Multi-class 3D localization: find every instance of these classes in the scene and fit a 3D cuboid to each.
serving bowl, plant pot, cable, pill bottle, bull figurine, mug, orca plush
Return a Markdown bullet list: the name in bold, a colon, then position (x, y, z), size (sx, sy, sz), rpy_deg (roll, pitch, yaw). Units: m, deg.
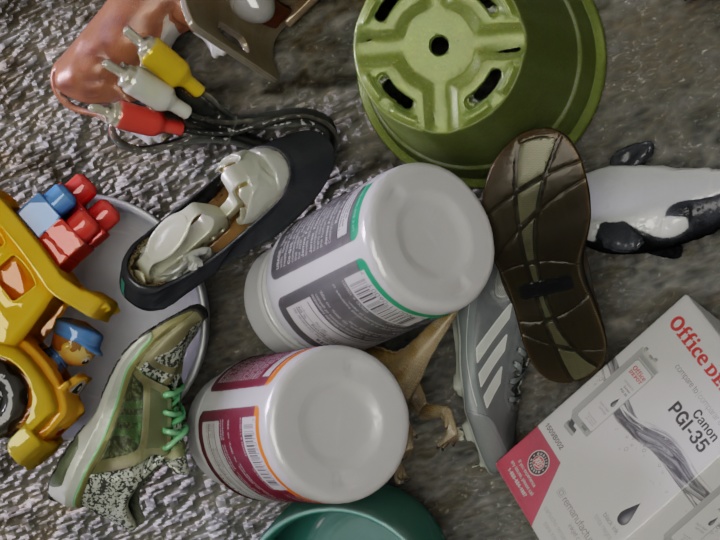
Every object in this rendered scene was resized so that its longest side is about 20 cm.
- **serving bowl**: position (-0.212, 0.037, 1.478), size (0.200, 0.066, 0.201), rpy_deg (1, 93, 12)
- **plant pot**: position (0.075, -0.159, 1.340), size (0.199, 0.190, 0.201), rpy_deg (1, 93, 12)
- **cable**: position (-0.116, -0.111, 1.418), size (0.200, 0.050, 0.097), rpy_deg (24, 106, -16)
- **pill bottle**: position (0.000, 0.000, 1.358), size (0.200, 0.113, 0.113), rpy_deg (-25, 87, 54)
- **bull figurine**: position (-0.161, -0.197, 1.453), size (0.121, 0.065, 0.200), rpy_deg (41, 105, 1)
- **mug**: position (-0.020, 0.238, 1.416), size (0.185, 0.114, 0.152), rpy_deg (1, 101, 14)
- **pill bottle**: position (-0.054, 0.118, 1.370), size (0.114, 0.200, 0.115), rpy_deg (3, 84, -24)
- **orca plush**: position (0.237, -0.046, 1.387), size (0.200, 0.071, 0.105), rpy_deg (-20, 44, 9)

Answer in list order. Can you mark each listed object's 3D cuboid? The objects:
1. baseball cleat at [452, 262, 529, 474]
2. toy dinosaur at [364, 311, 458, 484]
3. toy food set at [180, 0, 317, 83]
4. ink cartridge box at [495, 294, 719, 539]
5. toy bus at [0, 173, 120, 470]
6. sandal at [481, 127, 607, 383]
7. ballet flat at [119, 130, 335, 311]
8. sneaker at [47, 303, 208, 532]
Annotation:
- **baseball cleat**: position (0.117, 0.054, 1.403), size (0.106, 0.070, 0.201), rpy_deg (-10, 91, 13)
- **toy dinosaur**: position (0.028, 0.096, 1.389), size (0.200, 0.058, 0.101), rpy_deg (-48, 57, 34)
- **toy food set**: position (-0.030, -0.236, 1.377), size (0.200, 0.143, 0.060), rpy_deg (-42, 64, 11)
- **ink cartridge box**: position (0.218, 0.137, 1.341), size (0.200, 0.147, 0.083), rpy_deg (-44, 128, 11)
- **toy bus**: position (-0.254, 0.025, 1.399), size (0.192, 0.136, 0.200), rpy_deg (-39, 86, -4)
- **sandal**: position (0.142, -0.013, 1.350), size (0.082, 0.055, 0.200), rpy_deg (-12, 113, 13)
- **ballet flat**: position (-0.104, -0.044, 1.390), size (0.200, 0.073, 0.073), rpy_deg (-38, 84, -3)
- **sneaker**: position (-0.157, 0.117, 1.402), size (0.089, 0.077, 0.200), rpy_deg (34, 107, 8)
